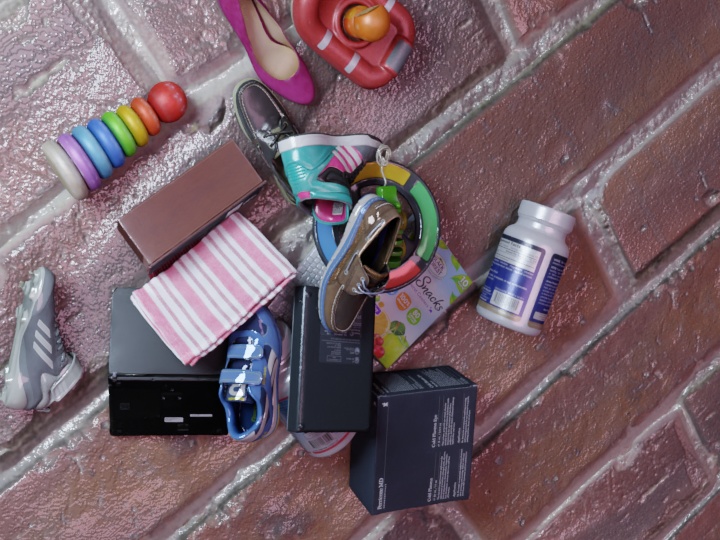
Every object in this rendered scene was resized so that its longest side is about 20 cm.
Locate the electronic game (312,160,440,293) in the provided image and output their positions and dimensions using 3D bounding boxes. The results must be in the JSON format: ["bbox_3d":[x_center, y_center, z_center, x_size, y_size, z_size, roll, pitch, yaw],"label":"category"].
[{"bbox_3d":[0.025,-0.067,1.266,0.195,0.042,0.205,1,86,-8],"label":"electronic game"}]

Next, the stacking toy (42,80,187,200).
[{"bbox_3d":[-0.313,-0.180,1.110,0.199,0.085,0.086,-37,114,-17],"label":"stacking toy"}]

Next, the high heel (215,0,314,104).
[{"bbox_3d":[-0.122,-0.303,1.146,0.068,0.096,0.200,-48,116,-5],"label":"high heel"}]

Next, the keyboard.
[{"bbox_3d":[-0.068,0.002,1.292,0.056,0.011,0.201,39,86,-26],"label":"keyboard"}]

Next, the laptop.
[{"bbox_3d":[-0.272,0.137,1.215,0.173,0.104,0.203,2,130,-12],"label":"laptop"}]

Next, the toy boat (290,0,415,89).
[{"bbox_3d":[-0.001,-0.346,1.169,0.198,0.130,0.132,33,89,-26],"label":"toy boat"}]

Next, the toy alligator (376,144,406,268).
[{"bbox_3d":[0.041,-0.076,1.204,0.058,0.054,0.205,-5,104,-28],"label":"toy alligator"}]

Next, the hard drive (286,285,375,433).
[{"bbox_3d":[-0.039,0.131,1.217,0.138,0.033,0.205,9,81,-40],"label":"hard drive"}]

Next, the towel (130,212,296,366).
[{"bbox_3d":[-0.200,0.019,1.148,0.199,0.146,0.030,-41,150,-14],"label":"towel"}]

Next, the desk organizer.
[{"bbox_3d":[-0.233,-0.089,1.160,0.199,0.072,0.078,-39,94,-18],"label":"desk organizer"}]

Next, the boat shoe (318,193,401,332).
[{"bbox_3d":[0.000,0.000,1.154,0.071,0.072,0.204,5,108,-41],"label":"boat shoe"}]

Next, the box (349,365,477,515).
[{"bbox_3d":[0.084,0.272,1.372,0.178,0.104,0.205,-2,103,-24],"label":"box"}]

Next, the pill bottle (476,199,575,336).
[{"bbox_3d":[0.274,-0.006,1.380,0.114,0.115,0.204,18,96,-26],"label":"pill bottle"}]

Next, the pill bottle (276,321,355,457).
[{"bbox_3d":[-0.090,0.177,1.265,0.108,0.108,0.201,-39,118,-10],"label":"pill bottle"}]

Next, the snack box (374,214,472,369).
[{"bbox_3d":[0.063,0.033,1.332,0.200,0.053,0.143,-44,115,-9],"label":"snack box"}]

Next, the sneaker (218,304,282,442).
[{"bbox_3d":[-0.152,0.138,1.148,0.072,0.082,0.205,-3,94,21],"label":"sneaker"}]

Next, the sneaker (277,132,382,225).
[{"bbox_3d":[-0.030,-0.127,1.183,0.198,0.082,0.124,-9,90,-49],"label":"sneaker"}]

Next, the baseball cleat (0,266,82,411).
[{"bbox_3d":[-0.422,0.094,1.138,0.105,0.070,0.204,12,107,-32],"label":"baseball cleat"}]

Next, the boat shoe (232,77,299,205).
[{"bbox_3d":[-0.112,-0.181,1.197,0.073,0.065,0.202,-37,115,-13],"label":"boat shoe"}]

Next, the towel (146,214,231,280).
[{"bbox_3d":[-0.223,0.031,1.226,0.142,0.023,0.204,-22,110,-18],"label":"towel"}]
